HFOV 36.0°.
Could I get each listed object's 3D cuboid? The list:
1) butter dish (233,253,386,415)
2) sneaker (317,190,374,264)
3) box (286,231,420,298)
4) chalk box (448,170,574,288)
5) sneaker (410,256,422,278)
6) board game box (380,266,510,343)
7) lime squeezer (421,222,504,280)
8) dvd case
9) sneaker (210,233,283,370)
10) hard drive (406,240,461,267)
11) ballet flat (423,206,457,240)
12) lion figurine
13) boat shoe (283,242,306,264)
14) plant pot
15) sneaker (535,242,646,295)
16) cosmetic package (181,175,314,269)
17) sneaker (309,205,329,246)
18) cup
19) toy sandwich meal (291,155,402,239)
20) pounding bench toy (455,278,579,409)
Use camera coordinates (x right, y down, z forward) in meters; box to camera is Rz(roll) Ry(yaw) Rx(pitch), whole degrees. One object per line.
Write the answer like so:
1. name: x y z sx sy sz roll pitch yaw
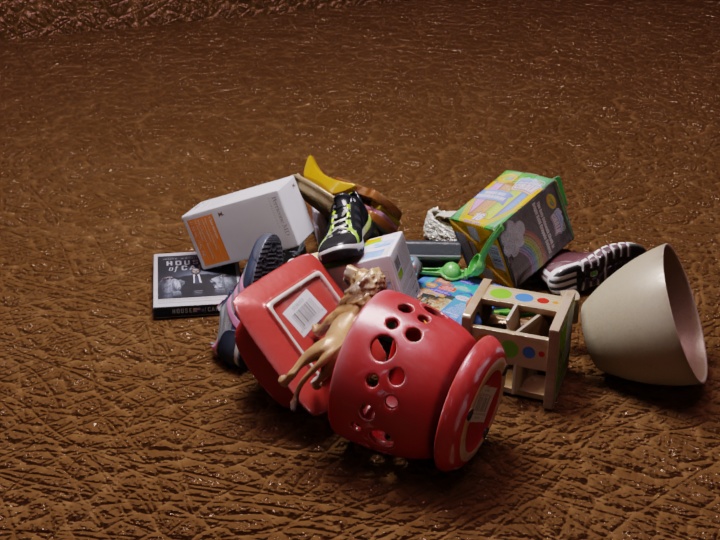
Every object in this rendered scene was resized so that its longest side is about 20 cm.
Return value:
1. butter dish: -0.096 0.109 1.562 0.201 0.147 0.199 53 41 3
2. sneaker: -0.031 -0.071 1.670 0.070 0.084 0.200 -14 15 13
3. box: -0.022 0.026 1.685 0.196 0.103 0.113 -14 17 17
4. chalk box: 0.271 -0.084 1.876 0.199 0.126 0.123 -38 31 -24
5. sneaker: 0.000 0.000 1.770 0.196 0.097 0.080 -14 21 12
6. board game box: 0.133 0.066 1.744 0.150 0.046 0.199 17 31 31
7. lime squeezer: 0.155 -0.011 1.784 0.197 0.071 0.038 -21 50 27
8. dvd case: -0.274 0.020 1.857 0.147 0.025 0.201 -4 27 -9
9. sneaker: -0.174 0.038 1.635 0.081 0.204 0.070 16 1 33
10. hard drive: 0.069 -0.028 1.874 0.196 0.034 0.140 1 -7 1
11. ballet flat: 0.197 -0.067 1.992 0.197 0.073 0.071 17 31 29
12. lion figurine: -0.028 0.086 1.434 0.072 0.122 0.202 36 43 -15
13. boat shoe: -0.141 -0.009 1.862 0.069 0.073 0.201 7 27 14
14. plant pot: 0.078 0.150 1.417 0.180 0.204 0.200 22 33 23
15. sneaker: 0.384 -0.020 1.892 0.196 0.077 0.115 -12 26 -21
16. cosmetic package: -0.187 -0.077 1.838 0.197 0.103 0.071 -14 18 28
17. sneaker: -0.028 -0.085 2.010 0.110 0.079 0.201 -5 27 -8
18. cup: 0.400 0.077 1.595 0.141 0.203 0.201 -16 18 26
19. toy sandwich meal: -0.025 -0.119 1.859 0.203 0.071 0.205 35 -4 3
20. pounding bench toy: 0.229 0.085 1.618 0.153 0.127 0.200 9 28 19
